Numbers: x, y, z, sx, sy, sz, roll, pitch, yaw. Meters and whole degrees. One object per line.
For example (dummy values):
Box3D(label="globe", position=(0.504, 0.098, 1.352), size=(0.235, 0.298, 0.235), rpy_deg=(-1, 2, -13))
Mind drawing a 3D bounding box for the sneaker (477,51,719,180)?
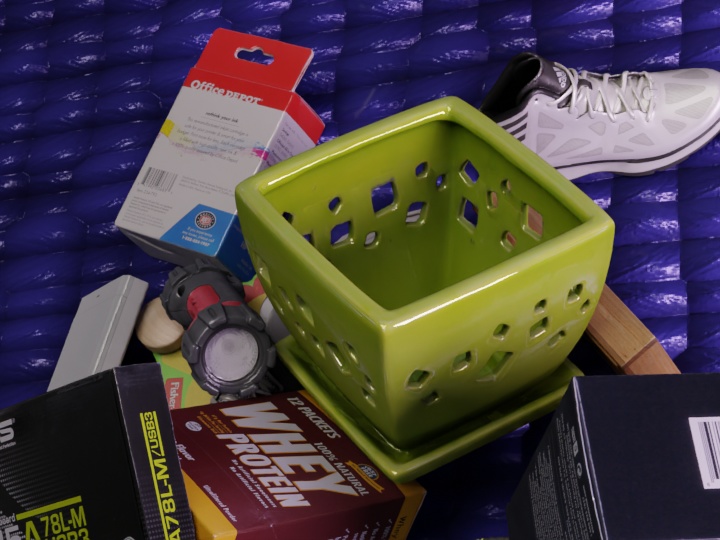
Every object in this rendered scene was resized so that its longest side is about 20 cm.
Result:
Box3D(label="sneaker", position=(0.184, -0.127, 1.537), size=(0.200, 0.115, 0.076), rpy_deg=(-16, 59, 19))

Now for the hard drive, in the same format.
Box3D(label="hard drive", position=(-0.236, 0.109, 1.643), size=(0.132, 0.026, 0.200), rpy_deg=(-23, 45, 63))

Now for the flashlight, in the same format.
Box3D(label="flashlight", position=(-0.115, 0.039, 1.507), size=(0.068, 0.068, 0.200), rpy_deg=(-58, 20, 3))

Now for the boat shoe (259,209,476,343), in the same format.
Box3D(label="boat shoe", position=(0.000, 0.000, 1.559), size=(0.200, 0.072, 0.066), rpy_deg=(-28, 36, -23))

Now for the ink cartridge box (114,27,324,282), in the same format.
Box3D(label="ink cartridge box", position=(-0.112, -0.100, 1.703), size=(0.116, 0.067, 0.200), rpy_deg=(17, 74, 32))

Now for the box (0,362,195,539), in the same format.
Box3D(label="box", position=(-0.188, 0.176, 1.331), size=(0.200, 0.047, 0.194), rpy_deg=(-20, 82, 44))

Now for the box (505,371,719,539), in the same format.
Box3D(label="box", position=(0.216, 0.161, 1.281), size=(0.199, 0.197, 0.124), rpy_deg=(-1, 58, -11))

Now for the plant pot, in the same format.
Box3D(label="plant pot", position=(0.046, 0.021, 1.410), size=(0.200, 0.182, 0.199), rpy_deg=(-24, 43, -23))

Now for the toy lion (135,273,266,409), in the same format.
Box3D(label="toy lion", position=(-0.088, 0.093, 1.604), size=(0.191, 0.069, 0.201), rpy_deg=(-4, 64, 17))

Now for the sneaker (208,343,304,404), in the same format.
Box3D(label="sneaker", position=(-0.094, 0.110, 1.504), size=(0.075, 0.116, 0.200), rpy_deg=(28, 76, 17))

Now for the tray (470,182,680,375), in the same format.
Box3D(label="tray", position=(0.161, 0.017, 1.486), size=(0.037, 0.099, 0.200), rpy_deg=(-42, 54, 1))

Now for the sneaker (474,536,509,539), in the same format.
Box3D(label="sneaker", position=(0.123, 0.234, 1.410), size=(0.199, 0.075, 0.077), rpy_deg=(-12, 59, 23))

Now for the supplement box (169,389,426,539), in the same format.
Box3D(label="supplement box", position=(-0.094, 0.209, 1.414), size=(0.133, 0.200, 0.198), rpy_deg=(41, 121, 36))
